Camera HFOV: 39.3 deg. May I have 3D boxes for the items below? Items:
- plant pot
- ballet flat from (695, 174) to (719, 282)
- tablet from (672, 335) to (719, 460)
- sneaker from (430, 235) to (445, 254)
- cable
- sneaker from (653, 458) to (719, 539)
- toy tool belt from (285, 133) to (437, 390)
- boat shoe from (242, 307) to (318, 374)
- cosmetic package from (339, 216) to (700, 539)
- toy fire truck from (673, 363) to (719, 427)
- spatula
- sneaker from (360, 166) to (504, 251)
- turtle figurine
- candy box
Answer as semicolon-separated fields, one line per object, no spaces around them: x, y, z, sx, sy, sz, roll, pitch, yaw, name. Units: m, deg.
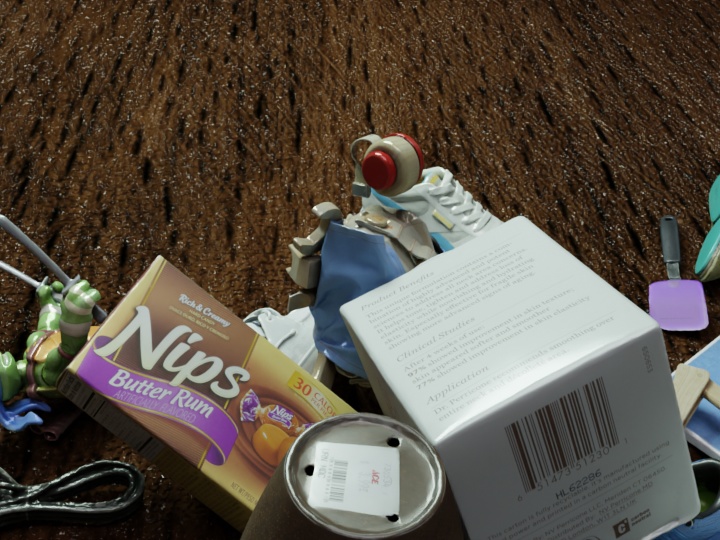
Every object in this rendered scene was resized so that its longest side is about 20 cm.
-0.006;0.193;0.618;0.184;0.202;0.188;3;37;-3;plant pot
0.415;-0.045;1.109;0.070;0.071;0.201;16;38;14;ballet flat
0.364;0.114;0.929;0.199;0.014;0.130;-27;48;-35;tablet
0.080;0.034;0.912;0.196;0.116;0.081;5;37;-1;sneaker
-0.264;0.165;0.745;0.197;0.051;0.098;4;38;0;cable
0.200;0.187;0.746;0.198;0.090;0.079;-18;41;-28;sneaker
0.000;0.000;0.807;0.124;0.203;0.122;16;26;33;toy tool belt
-0.080;0.071;0.867;0.072;0.069;0.200;-22;22;45;boat shoe
0.109;0.095;0.724;0.166;0.168;0.200;-26;29;-6;cosmetic package
0.264;0.119;0.863;0.139;0.049;0.201;-16;43;-14;toy fire truck
0.333;-0.003;1.073;0.056;0.021;0.201;-3;32;14;spatula
0.090;-0.057;1.063;0.198;0.082;0.077;21;37;17;sneaker
-0.224;0.025;0.841;0.192;0.144;0.202;-4;63;-34;turtle figurine
-0.111;0.098;0.755;0.199;0.056;0.117;40;56;-7;candy box
